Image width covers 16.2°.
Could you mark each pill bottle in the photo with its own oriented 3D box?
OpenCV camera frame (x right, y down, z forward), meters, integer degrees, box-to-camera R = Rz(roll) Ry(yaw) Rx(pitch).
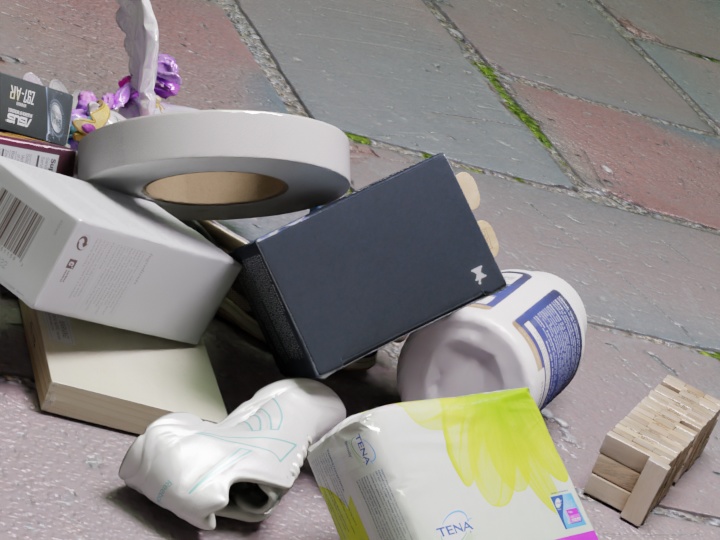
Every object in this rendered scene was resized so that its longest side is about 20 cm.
[{"bbox_3d":[0.110,0.062,1.960,0.111,0.111,0.200,28,21,13],"label":"pill bottle"}]

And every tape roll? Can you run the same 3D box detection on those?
[{"bbox_3d":[-0.107,-0.075,1.842,0.203,0.037,0.203,-2,-11,0],"label":"tape roll"}]

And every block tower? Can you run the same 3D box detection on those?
[{"bbox_3d":[0.232,0.137,1.984,0.058,0.054,0.200,27,20,12],"label":"block tower"}]

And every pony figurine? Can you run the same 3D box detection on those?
[{"bbox_3d":[-0.182,-0.126,2.105,0.200,0.167,0.193,27,22,-38],"label":"pony figurine"}]

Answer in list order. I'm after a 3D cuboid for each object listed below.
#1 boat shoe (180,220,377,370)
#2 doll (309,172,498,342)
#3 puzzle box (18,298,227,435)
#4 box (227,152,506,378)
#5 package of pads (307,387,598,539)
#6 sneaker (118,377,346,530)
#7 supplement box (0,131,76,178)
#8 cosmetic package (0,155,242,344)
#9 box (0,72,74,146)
[{"bbox_3d":[-0.071,0.012,1.958,0.200,0.065,0.072,28,19,10],"label":"boat shoe"},{"bbox_3d":[0.012,-0.009,1.977,0.048,0.200,0.136,-28,98,-53],"label":"doll"},{"bbox_3d":[-0.172,0.057,1.798,0.133,0.025,0.200,15,21,-19],"label":"puzzle box"},{"bbox_3d":[0.000,0.000,1.808,0.148,0.107,0.200,-25,2,-9],"label":"box"},{"bbox_3d":[0.067,0.157,1.649,0.200,0.068,0.155,-6,67,-53],"label":"package of pads"},{"bbox_3d":[-0.070,0.129,1.681,0.080,0.070,0.200,40,33,24],"label":"sneaker"},{"bbox_3d":[-0.321,-0.068,1.822,0.200,0.086,0.110,9,3,-32],"label":"supplement box"},{"bbox_3d":[-0.185,-0.013,1.759,0.101,0.071,0.200,35,10,31],"label":"cosmetic package"},{"bbox_3d":[-0.339,-0.135,1.925,0.160,0.044,0.200,6,-4,26],"label":"box"}]
